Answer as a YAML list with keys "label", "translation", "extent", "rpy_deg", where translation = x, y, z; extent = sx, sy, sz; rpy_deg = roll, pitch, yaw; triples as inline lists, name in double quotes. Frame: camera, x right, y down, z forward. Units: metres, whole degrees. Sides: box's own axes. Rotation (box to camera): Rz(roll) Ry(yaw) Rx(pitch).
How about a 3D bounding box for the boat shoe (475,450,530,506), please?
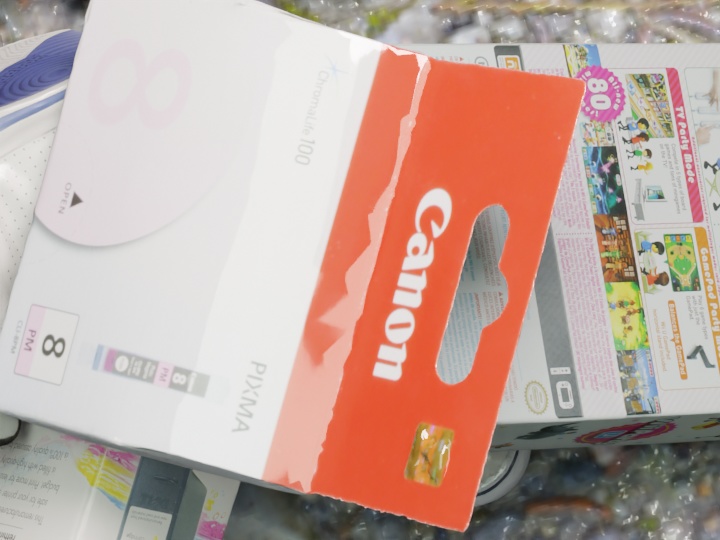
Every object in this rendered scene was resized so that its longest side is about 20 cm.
- label: "boat shoe"
  translation: [0.004, -0.003, 1.167]
  extent: [0.074, 0.086, 0.203]
  rpy_deg: [-25, 74, 4]

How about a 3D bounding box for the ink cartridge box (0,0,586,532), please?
- label: "ink cartridge box"
  translation: [-0.032, -0.009, 1.034]
  extent: [0.199, 0.057, 0.164]
  rpy_deg: [10, 83, 44]

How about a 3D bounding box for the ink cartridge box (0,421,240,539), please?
- label: "ink cartridge box"
  translation: [-0.109, 0.095, 1.149]
  extent: [0.117, 0.067, 0.201]
  rpy_deg: [5, 75, 55]

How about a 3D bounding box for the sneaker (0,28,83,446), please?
- label: "sneaker"
  translation: [-0.151, 0.000, 1.132]
  extent: [0.199, 0.116, 0.080]
  rpy_deg: [-37, 29, -22]

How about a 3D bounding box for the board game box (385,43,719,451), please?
- label: "board game box"
  translation: [0.077, -0.009, 1.117]
  extent: [0.199, 0.064, 0.149]
  rpy_deg: [-1, 74, -24]
